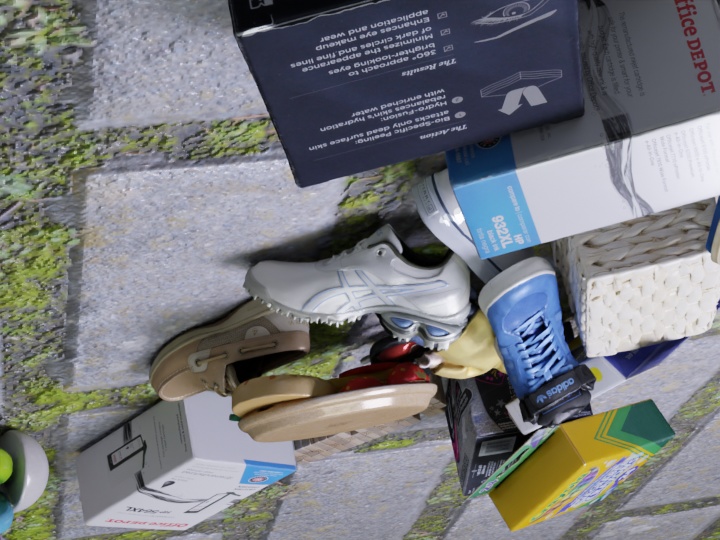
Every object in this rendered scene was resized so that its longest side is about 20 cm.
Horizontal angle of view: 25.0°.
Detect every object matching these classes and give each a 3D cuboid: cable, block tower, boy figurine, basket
[{"bbox_3d":[0.082,0.053,1.610,0.097,0.051,0.200,25,125,-39],"label":"cable"},{"bbox_3d":[-0.002,0.152,1.741,0.199,0.058,0.054,-21,154,22],"label":"block tower"},{"bbox_3d":[0.108,0.049,1.521,0.199,0.065,0.125,21,113,-42],"label":"boy figurine"},{"bbox_3d":[0.238,-0.021,1.395,0.134,0.124,0.200,-13,156,2],"label":"basket"}]

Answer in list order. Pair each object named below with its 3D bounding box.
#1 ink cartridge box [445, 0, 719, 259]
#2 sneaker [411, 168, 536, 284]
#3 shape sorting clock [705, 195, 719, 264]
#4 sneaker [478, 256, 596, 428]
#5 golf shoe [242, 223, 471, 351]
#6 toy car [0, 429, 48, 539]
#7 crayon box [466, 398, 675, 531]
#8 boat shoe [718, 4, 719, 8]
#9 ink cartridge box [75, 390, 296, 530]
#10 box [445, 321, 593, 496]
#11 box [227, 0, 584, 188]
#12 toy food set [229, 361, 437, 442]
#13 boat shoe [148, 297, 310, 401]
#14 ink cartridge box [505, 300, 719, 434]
[{"bbox_3d":[0.159,-0.108,1.113,0.198,0.146,0.084,-15,136,11],"label":"ink cartridge box"},{"bbox_3d":[0.117,-0.037,1.367,0.070,0.074,0.200,-26,155,19],"label":"sneaker"},{"bbox_3d":[0.318,-0.095,1.233,0.039,0.201,0.200,25,166,21],"label":"shape sorting clock"},{"bbox_3d":[0.159,0.071,1.402,0.076,0.112,0.200,-26,156,-6],"label":"sneaker"},{"bbox_3d":[0.000,0.000,1.402,0.198,0.078,0.098,9,111,1],"label":"golf shoe"},{"bbox_3d":[-0.416,0.249,1.639,0.174,0.151,0.200,7,150,-36],"label":"toy car"},{"bbox_3d":[0.217,0.200,1.649,0.199,0.052,0.126,-7,147,-46],"label":"crayon box"},{"bbox_3d":[0.241,-0.139,1.211,0.199,0.072,0.059,-31,170,23],"label":"boat shoe"},{"bbox_3d":[-0.188,0.206,1.734,0.145,0.085,0.199,12,146,-42],"label":"ink cartridge box"},{"bbox_3d":[0.164,0.151,1.747,0.131,0.116,0.200,-9,154,-5],"label":"box"},{"bbox_3d":[0.028,-0.163,0.993,0.195,0.118,0.200,-14,155,3],"label":"box"},{"bbox_3d":[-0.026,0.123,1.531,0.198,0.049,0.198,-10,169,-6],"label":"toy food set"},{"bbox_3d":[-0.126,0.087,1.528,0.071,0.065,0.199,14,145,-44],"label":"boat shoe"},{"bbox_3d":[0.258,0.064,1.557,0.197,0.047,0.200,-35,178,-42],"label":"ink cartridge box"}]
